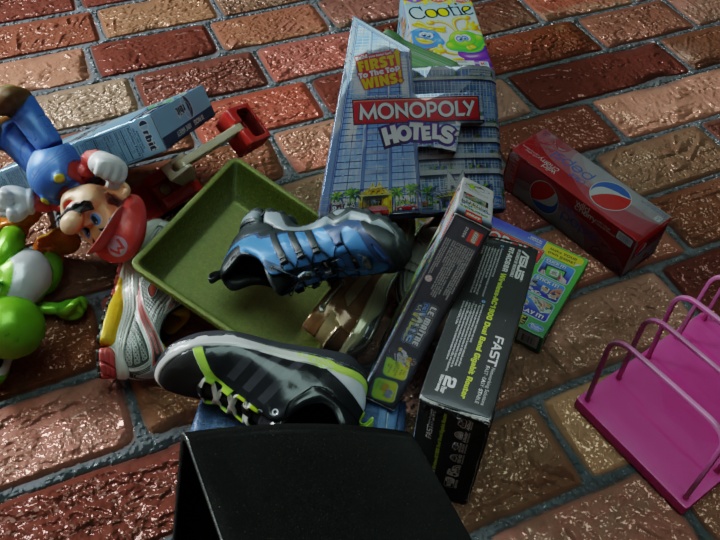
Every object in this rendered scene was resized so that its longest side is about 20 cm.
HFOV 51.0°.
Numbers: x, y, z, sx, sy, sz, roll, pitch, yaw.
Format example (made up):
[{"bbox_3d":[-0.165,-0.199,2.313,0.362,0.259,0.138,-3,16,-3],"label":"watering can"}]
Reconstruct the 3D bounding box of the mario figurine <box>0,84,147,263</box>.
[{"bbox_3d":[-0.295,-0.084,0.733,0.200,0.123,0.106,44,67,0],"label":"mario figurine"}]

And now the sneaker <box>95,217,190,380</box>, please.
[{"bbox_3d":[-0.219,0.031,0.795,0.082,0.078,0.201,10,52,-11],"label":"sneaker"}]

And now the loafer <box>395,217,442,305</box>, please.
[{"bbox_3d":[0.092,-0.039,0.829,0.072,0.063,0.200,21,52,14],"label":"loafer"}]

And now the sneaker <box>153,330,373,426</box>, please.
[{"bbox_3d":[-0.087,0.108,0.660,0.199,0.072,0.083,4,47,1],"label":"sneaker"}]

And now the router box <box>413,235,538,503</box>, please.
[{"bbox_3d":[0.103,0.089,0.699,0.062,0.150,0.201,16,50,11],"label":"router box"}]

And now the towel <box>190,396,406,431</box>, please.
[{"bbox_3d":[-0.059,0.150,0.706,0.199,0.049,0.112,7,48,4],"label":"towel"}]

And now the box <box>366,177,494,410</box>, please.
[{"bbox_3d":[0.064,0.021,0.705,0.035,0.201,0.110,25,24,0],"label":"box"}]

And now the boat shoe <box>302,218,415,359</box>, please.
[{"bbox_3d":[0.000,0.000,0.773,0.074,0.076,0.201,28,47,-4],"label":"boat shoe"}]

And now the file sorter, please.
[{"bbox_3d":[0.337,0.098,0.719,0.199,0.126,0.139,-27,55,-23],"label":"file sorter"}]

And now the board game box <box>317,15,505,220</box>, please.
[{"bbox_3d":[0.048,-0.155,0.773,0.199,0.062,0.201,-4,88,-5],"label":"board game box"}]

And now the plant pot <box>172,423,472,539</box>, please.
[{"bbox_3d":[-0.022,0.230,0.554,0.176,0.200,0.200,-10,49,-26],"label":"plant pot"}]

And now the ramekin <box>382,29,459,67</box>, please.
[{"bbox_3d":[0.047,-0.172,0.899,0.097,0.201,0.201,19,50,4],"label":"ramekin"}]

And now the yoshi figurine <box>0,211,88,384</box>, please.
[{"bbox_3d":[-0.342,0.022,0.768,0.112,0.112,0.201,7,52,-6],"label":"yoshi figurine"}]

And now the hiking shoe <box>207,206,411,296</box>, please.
[{"bbox_3d":[-0.044,-0.006,0.705,0.199,0.075,0.087,2,49,36],"label":"hiking shoe"}]

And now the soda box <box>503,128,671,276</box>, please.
[{"bbox_3d":[0.269,-0.087,0.918,0.070,0.064,0.200,-30,57,-26],"label":"soda box"}]

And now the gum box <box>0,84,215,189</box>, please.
[{"bbox_3d":[-0.285,-0.146,0.864,0.199,0.045,0.170,-16,20,14],"label":"gum box"}]

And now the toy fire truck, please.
[{"bbox_3d":[-0.207,-0.106,0.856,0.049,0.141,0.200,53,47,-3],"label":"toy fire truck"}]

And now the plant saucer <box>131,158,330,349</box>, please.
[{"bbox_3d":[-0.107,0.001,0.795,0.199,0.048,0.200,34,47,-2],"label":"plant saucer"}]

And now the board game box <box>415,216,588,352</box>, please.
[{"bbox_3d":[0.141,-0.004,0.863,0.199,0.029,0.135,27,54,19],"label":"board game box"}]

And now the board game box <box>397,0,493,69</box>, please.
[{"bbox_3d":[0.114,-0.298,1.067,0.102,0.105,0.201,-2,50,-5],"label":"board game box"}]
